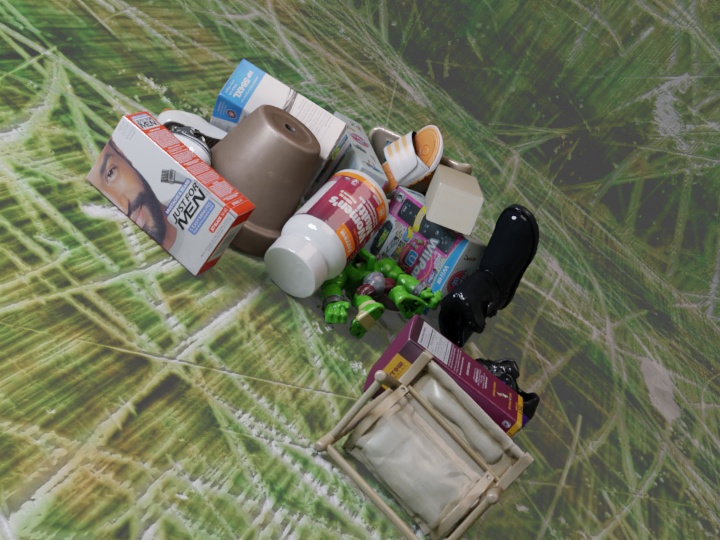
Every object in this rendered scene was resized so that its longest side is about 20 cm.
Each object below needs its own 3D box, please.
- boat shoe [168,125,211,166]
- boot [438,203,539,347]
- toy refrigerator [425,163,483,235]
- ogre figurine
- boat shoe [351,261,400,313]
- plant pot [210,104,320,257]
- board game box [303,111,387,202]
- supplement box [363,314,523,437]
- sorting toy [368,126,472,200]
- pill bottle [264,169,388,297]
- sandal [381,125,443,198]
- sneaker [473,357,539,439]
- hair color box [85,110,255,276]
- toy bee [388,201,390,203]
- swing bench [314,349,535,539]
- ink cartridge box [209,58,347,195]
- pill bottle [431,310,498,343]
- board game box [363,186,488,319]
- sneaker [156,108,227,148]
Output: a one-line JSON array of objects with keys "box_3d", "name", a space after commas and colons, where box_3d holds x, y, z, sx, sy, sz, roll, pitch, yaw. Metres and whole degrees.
[{"box_3d": [-0.253, -0.181, 1.316, 0.069, 0.057, 0.200, 49, -15, -26], "name": "boat shoe"}, {"box_3d": [0.199, 0.012, 1.429, 0.076, 0.202, 0.168, 29, 38, 22], "name": "boot"}, {"box_3d": [0.151, -0.118, 1.510, 0.075, 0.071, 0.200, 20, 15, -3], "name": "toy refrigerator"}, {"box_3d": [0.018, 0.029, 1.404, 0.199, 0.099, 0.120, -23, 47, -16], "name": "ogre figurine"}, {"box_3d": [0.000, 0.000, 1.494, 0.199, 0.057, 0.067, 34, 21, -16], "name": "boat shoe"}, {"box_3d": [-0.153, -0.148, 1.378, 0.199, 0.175, 0.201, 32, 24, -16], "name": "plant pot"}, {"box_3d": [-0.037, -0.164, 1.610, 0.064, 0.148, 0.201, 21, 28, -31], "name": "board game box"}, {"box_3d": [0.117, 0.174, 1.277, 0.199, 0.111, 0.086, 38, 22, -4], "name": "supplement box"}, {"box_3d": [0.102, -0.164, 1.689, 0.199, 0.186, 0.037, 24, 58, 15], "name": "sorting toy"}, {"box_3d": [-0.050, -0.055, 1.360, 0.109, 0.110, 0.200, 40, 51, 1], "name": "pill bottle"}, {"box_3d": [0.057, -0.177, 1.597, 0.059, 0.206, 0.080, 15, 45, -51], "name": "sandal"}, {"box_3d": [0.198, 0.165, 1.436, 0.200, 0.100, 0.070, 39, 20, -2], "name": "sneaker"}, {"box_3d": [-0.252, -0.103, 1.213, 0.200, 0.111, 0.064, 41, 23, 4], "name": "hair color box"}, {"box_3d": [0.129, -0.094, 1.819, 0.199, 0.109, 0.131, 20, 27, -41], "name": "toy bee"}, {"box_3d": [0.084, 0.222, 1.119, 0.199, 0.130, 0.200, 45, 17, 15], "name": "swing bench"}, {"box_3d": [-0.139, -0.231, 1.500, 0.199, 0.146, 0.085, 32, 65, -5], "name": "ink cartridge box"}, {"box_3d": [0.155, 0.025, 1.616, 0.115, 0.116, 0.201, 15, 35, -46], "name": "pill bottle"}, {"box_3d": [0.106, -0.031, 1.554, 0.064, 0.148, 0.200, 15, 19, -46], "name": "board game box"}, {"box_3d": [-0.239, -0.210, 1.490, 0.199, 0.073, 0.085, 28, 21, -30], "name": "sneaker"}]
